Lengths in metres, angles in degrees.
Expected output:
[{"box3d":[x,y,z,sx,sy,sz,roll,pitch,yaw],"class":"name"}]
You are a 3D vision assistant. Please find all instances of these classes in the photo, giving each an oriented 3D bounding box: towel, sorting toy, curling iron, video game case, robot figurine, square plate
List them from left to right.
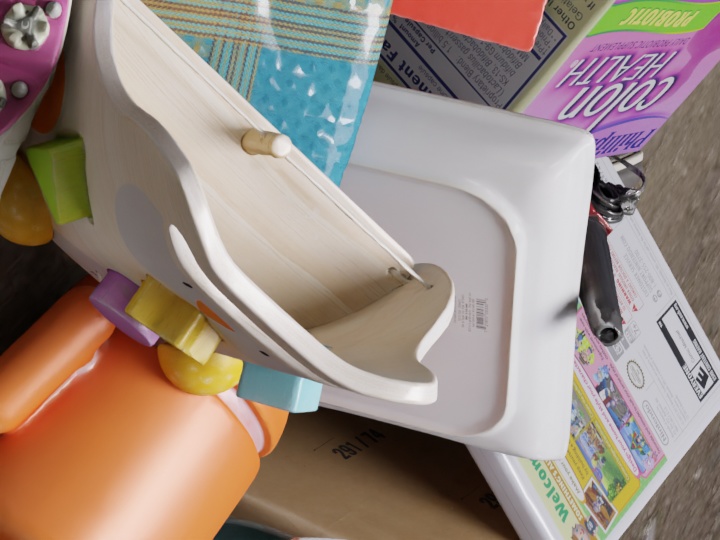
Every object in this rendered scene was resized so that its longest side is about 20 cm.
[{"box3d":[-0.106,0.077,0.926,0.144,0.117,0.200,44,65,-19],"class":"robot figurine"},{"box3d":[-0.053,-0.123,0.868,0.147,0.022,0.200,10,106,-22],"class":"towel"},{"box3d":[-0.046,-0.009,0.790,0.200,0.180,0.107,43,86,-22],"class":"sorting toy"},{"box3d":[0.000,0.000,0.975,0.028,0.198,0.200,-61,159,-44],"class":"square plate"},{"box3d":[0.099,0.028,1.101,0.182,0.022,0.200,-43,109,-43],"class":"video game case"},{"box3d":[0.112,-0.017,1.023,0.200,0.050,0.026,-80,-170,-67],"class":"curling iron"}]

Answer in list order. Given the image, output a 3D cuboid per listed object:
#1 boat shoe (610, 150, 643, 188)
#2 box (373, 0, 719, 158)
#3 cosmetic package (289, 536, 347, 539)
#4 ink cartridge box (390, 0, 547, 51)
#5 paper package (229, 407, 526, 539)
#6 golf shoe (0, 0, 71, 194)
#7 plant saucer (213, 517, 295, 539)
[{"box3d":[0.084,-0.026,1.171,0.200,0.067,0.057,-19,113,-48],"class":"boat shoe"},{"box3d":[0.120,-0.149,1.011,0.200,0.097,0.176,-49,160,29],"class":"box"},{"box3d":[-0.076,0.210,0.965,0.200,0.108,0.085,-30,166,10],"class":"cosmetic package"},{"box3d":[0.024,-0.201,0.888,0.047,0.160,0.200,-80,-174,-75],"class":"ink cartridge box"},{"box3d":[0.017,0.139,1.146,0.200,0.191,0.104,-31,139,-55],"class":"paper package"},{"box3d":[-0.160,-0.039,0.790,0.092,0.075,0.200,107,8,-82],"class":"golf shoe"},{"box3d":[-0.053,0.207,1.059,0.036,0.200,0.200,-35,142,-63],"class":"plant saucer"}]
